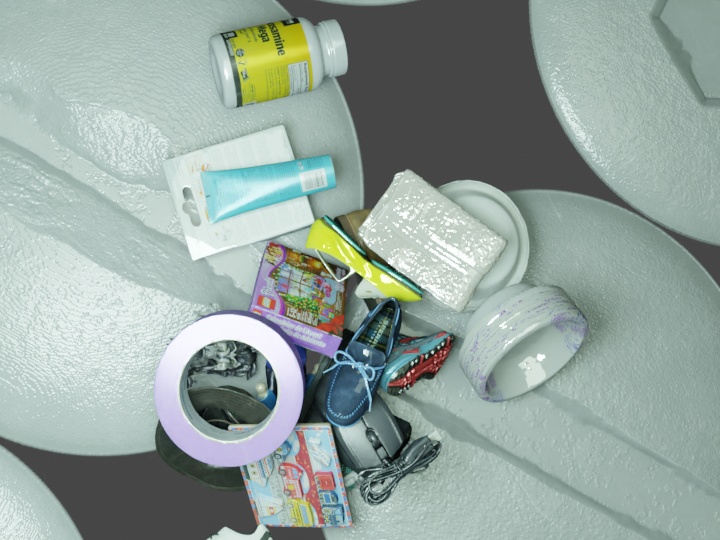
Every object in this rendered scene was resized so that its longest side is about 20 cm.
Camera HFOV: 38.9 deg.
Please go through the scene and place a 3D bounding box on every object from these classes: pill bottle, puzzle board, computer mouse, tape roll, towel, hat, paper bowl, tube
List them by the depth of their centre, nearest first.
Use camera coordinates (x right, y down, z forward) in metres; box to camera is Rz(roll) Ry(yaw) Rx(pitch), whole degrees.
[{"bbox_3d":[-0.173,0.156,1.369,0.197,0.066,0.203,0,94,0],"label":"tape roll"},{"bbox_3d":[0.009,0.212,1.431,0.138,0.053,0.200,-35,66,-13],"label":"computer mouse"},{"bbox_3d":[-0.098,0.299,1.464,0.149,0.017,0.202,-3,123,12],"label":"puzzle board"},{"bbox_3d":[-0.201,0.224,1.488,0.198,0.081,0.203,2,125,3],"label":"hat"},{"bbox_3d":[0.104,-0.046,1.503,0.199,0.034,0.133,35,91,12],"label":"towel"},{"bbox_3d":[-0.136,-0.129,1.529,0.197,0.050,0.078,-12,83,-7],"label":"tube"},{"bbox_3d":[0.238,0.100,1.554,0.199,0.202,0.105,-27,57,-13],"label":"paper bowl"},{"bbox_3d":[-0.125,-0.322,1.561,0.198,0.112,0.114,-15,87,-13],"label":"pill bottle"},{"bbox_3d":[0.166,-0.039,1.586,0.198,0.104,0.204,1,84,-10],"label":"paper bowl"}]

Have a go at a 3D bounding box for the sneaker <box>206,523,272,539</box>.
[{"bbox_3d":[-0.220,0.421,1.494,0.197,0.074,0.081,-6,75,-17],"label":"sneaker"}]

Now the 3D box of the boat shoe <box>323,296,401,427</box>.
[{"bbox_3d":[0.000,0.118,1.417,0.083,0.069,0.202,17,58,5],"label":"boat shoe"}]

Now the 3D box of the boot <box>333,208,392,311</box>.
[{"bbox_3d":[0.028,-0.001,1.582,0.075,0.074,0.202,-19,85,-18],"label":"boot"}]

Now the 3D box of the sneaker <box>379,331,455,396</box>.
[{"bbox_3d":[0.070,0.116,1.538,0.095,0.199,0.080,35,115,22],"label":"sneaker"}]

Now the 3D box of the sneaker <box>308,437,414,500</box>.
[{"bbox_3d":[-0.019,0.282,1.549,0.199,0.078,0.092,-29,74,-16],"label":"sneaker"}]

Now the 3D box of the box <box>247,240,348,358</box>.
[{"bbox_3d":[-0.089,0.038,1.495,0.135,0.201,0.039,20,117,-9],"label":"box"}]

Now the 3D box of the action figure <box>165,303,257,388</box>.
[{"bbox_3d":[-0.212,0.110,1.497,0.101,0.199,0.120,20,108,27],"label":"action figure"}]

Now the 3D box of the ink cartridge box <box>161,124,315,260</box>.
[{"bbox_3d":[-0.186,-0.117,1.565,0.198,0.047,0.162,-18,88,-10],"label":"ink cartridge box"}]

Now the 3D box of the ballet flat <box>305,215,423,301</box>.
[{"bbox_3d":[0.000,0.000,1.513,0.199,0.067,0.067,38,94,9],"label":"ballet flat"}]

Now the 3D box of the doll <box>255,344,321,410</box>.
[{"bbox_3d":[-0.108,0.153,1.531,0.136,0.048,0.203,-7,98,-47],"label":"doll"}]

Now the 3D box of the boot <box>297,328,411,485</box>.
[{"bbox_3d":[0.003,0.202,1.511,0.167,0.077,0.201,23,60,11],"label":"boot"}]
